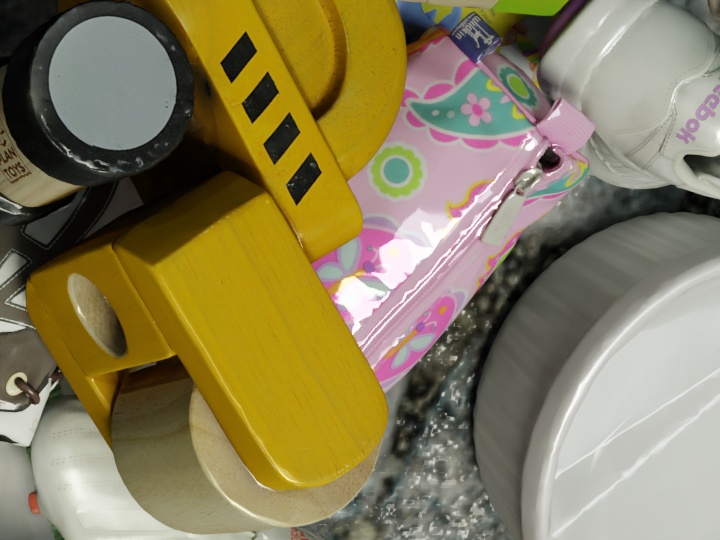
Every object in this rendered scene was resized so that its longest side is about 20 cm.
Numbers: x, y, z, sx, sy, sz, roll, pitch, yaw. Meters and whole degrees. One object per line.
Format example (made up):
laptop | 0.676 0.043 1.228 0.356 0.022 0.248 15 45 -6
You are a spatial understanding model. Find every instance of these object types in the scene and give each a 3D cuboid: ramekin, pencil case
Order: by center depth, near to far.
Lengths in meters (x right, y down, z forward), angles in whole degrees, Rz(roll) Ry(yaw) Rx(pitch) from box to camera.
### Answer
pencil case | 0.000 0.000 0.917 0.200 0.087 0.087 -48 126 4
ramekin | 0.141 0.066 1.073 0.202 0.094 0.203 -12 118 -24

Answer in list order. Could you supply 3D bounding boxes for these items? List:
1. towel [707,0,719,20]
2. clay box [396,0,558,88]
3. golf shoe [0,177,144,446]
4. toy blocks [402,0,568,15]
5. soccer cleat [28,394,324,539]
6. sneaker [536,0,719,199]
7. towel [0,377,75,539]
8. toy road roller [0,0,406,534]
towel | 0.195 -0.125 0.947 0.132 0.201 0.035 6 135 -17
clay box | 0.028 -0.111 0.958 0.200 0.048 0.115 -41 125 -7
golf shoe | -0.124 0.013 0.897 0.199 0.078 0.095 -28 84 -7
toy blocks | -0.017 -0.173 0.871 0.199 0.100 0.137 4 76 -13
soccer cleat | -0.055 0.110 0.963 0.200 0.077 0.070 50 42 -39
sneaker | 0.129 -0.055 0.972 0.075 0.100 0.200 -52 163 5
towel | -0.136 0.085 0.973 0.199 0.023 0.153 -25 121 -17
toy road roller | -0.040 -0.022 0.825 0.146 0.123 0.201 -31 97 -26
